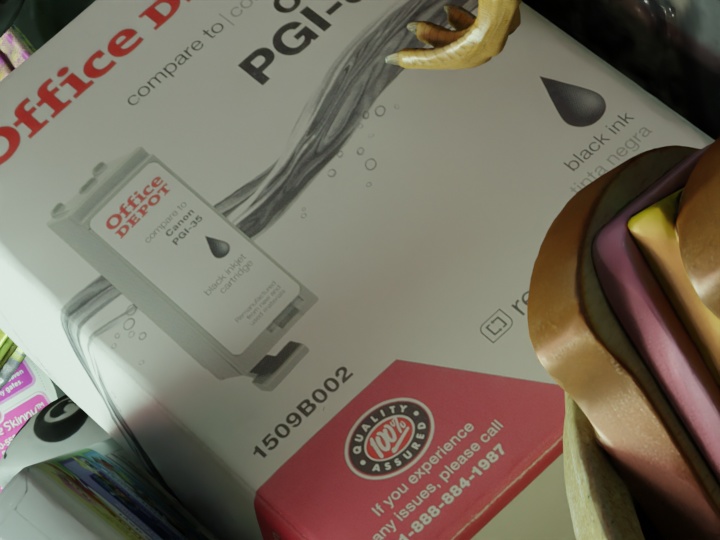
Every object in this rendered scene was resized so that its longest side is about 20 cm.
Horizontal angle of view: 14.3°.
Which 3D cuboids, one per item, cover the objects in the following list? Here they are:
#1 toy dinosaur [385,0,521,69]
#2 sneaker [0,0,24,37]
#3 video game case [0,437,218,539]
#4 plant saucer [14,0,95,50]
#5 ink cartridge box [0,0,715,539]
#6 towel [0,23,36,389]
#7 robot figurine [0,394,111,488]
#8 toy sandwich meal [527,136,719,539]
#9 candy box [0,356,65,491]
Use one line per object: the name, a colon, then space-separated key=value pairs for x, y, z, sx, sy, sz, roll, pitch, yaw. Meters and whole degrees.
toy dinosaur: x=0.029 y=-0.101 z=0.676 sx=0.200 sy=0.060 sz=0.107 roll=35 pitch=148 yaw=40
sneaker: x=-0.139 y=-0.156 z=0.883 sx=0.098 sy=0.070 sz=0.202 roll=126 pitch=131 yaw=-76
video game case: x=-0.002 y=0.115 z=0.730 sx=0.200 sy=0.022 sz=0.182 roll=40 pitch=-179 yaw=2
plant saucer: x=-0.065 y=-0.047 z=0.948 sx=0.200 sy=0.050 sz=0.201 roll=44 pitch=154 yaw=28
ink cartridge box: x=0.000 y=0.000 z=0.739 sx=0.200 sy=0.146 sz=0.083 roll=40 pitch=165 yaw=34
towel: x=-0.162 y=-0.053 z=0.964 sx=0.200 sy=0.023 sz=0.144 roll=49 pitch=125 yaw=13
robot figurine: x=-0.082 y=0.134 z=0.926 sx=0.150 sy=0.201 sz=0.125 roll=8 pitch=160 yaw=34
toy sandwich meal: x=0.119 y=0.054 z=0.601 sx=0.070 sy=0.205 sz=0.206 roll=-41 pitch=82 yaw=30
candy box: x=-0.117 y=0.040 z=1.076 sx=0.201 sy=0.061 sz=0.136 roll=58 pitch=-168 yaw=-7
